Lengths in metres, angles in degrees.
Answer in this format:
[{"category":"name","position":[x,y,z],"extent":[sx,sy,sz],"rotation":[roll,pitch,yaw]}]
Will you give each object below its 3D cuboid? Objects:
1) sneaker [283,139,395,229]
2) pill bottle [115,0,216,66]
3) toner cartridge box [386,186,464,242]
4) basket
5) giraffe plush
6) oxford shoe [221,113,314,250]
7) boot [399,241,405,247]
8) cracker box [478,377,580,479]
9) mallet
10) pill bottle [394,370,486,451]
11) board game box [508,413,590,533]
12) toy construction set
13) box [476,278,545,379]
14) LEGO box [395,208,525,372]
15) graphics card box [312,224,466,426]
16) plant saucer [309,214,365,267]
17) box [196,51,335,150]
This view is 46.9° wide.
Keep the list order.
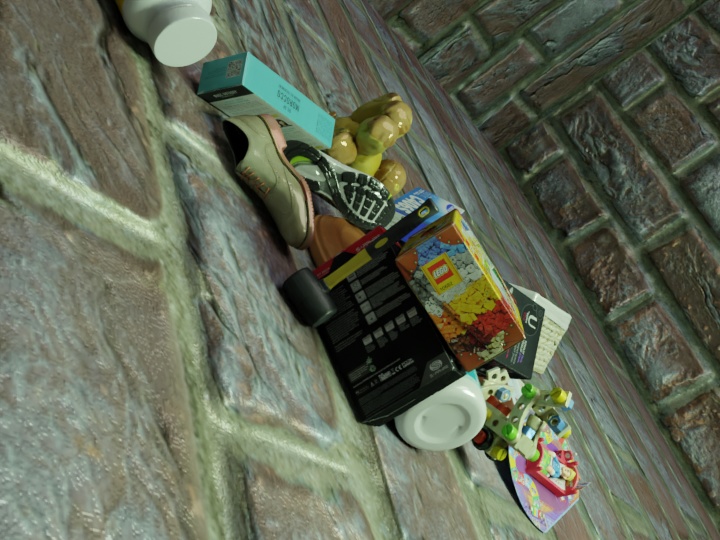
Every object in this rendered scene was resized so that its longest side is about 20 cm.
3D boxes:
[{"category":"sneaker","position":[-0.035,-0.129,1.204],"extent":[0.200,0.074,0.081],"rotation":[33,8,-17]},{"category":"pill bottle","position":[-0.253,-0.355,1.033],"extent":[0.112,0.112,0.200],"rotation":[19,40,-61]},{"category":"toner cartridge box","position":[0.103,-0.086,1.365],"extent":[0.095,0.043,0.200],"rotation":[29,20,9]},{"category":"basket","position":[0.265,0.097,1.464],"extent":[0.135,0.124,0.200],"rotation":[21,-3,34]},{"category":"giraffe plush","position":[0.006,-0.165,1.308],"extent":[0.173,0.200,0.162],"rotation":[-53,126,-48]},{"category":"oxford shoe","position":[-0.120,-0.110,1.042],"extent":[0.074,0.071,0.200],"rotation":[-5,59,-41]},{"category":"boot","position":[0.079,-0.015,1.373],"extent":[0.186,0.064,0.200],"rotation":[54,13,-11]},{"category":"cracker box","position":[0.277,0.258,1.380],"extent":[0.200,0.058,0.134],"rotation":[47,19,-25]},{"category":"mallet","position":[0.008,-0.006,0.938],"extent":[0.066,0.200,0.041],"rotation":[62,11,7]},{"category":"pill bottle","position":[0.086,0.121,1.050],"extent":[0.111,0.111,0.200],"rotation":[44,21,-31]},{"category":"board game box","position":[0.297,0.297,1.267],"extent":[0.200,0.039,0.158],"rotation":[-15,84,-53]},{"category":"toy construction set","position":[0.196,0.190,1.138],"extent":[0.092,0.131,0.200],"rotation":[42,-5,-19]},{"category":"box","position":[0.173,0.076,1.254],"extent":[0.200,0.106,0.122],"rotation":[31,67,-38]},{"category":"LEGO box","position":[0.119,0.015,0.978],"extent":[0.149,0.077,0.200],"rotation":[57,11,-4]},{"category":"graphics card box","position":[0.023,0.063,0.963],"extent":[0.051,0.125,0.200],"rotation":[34,25,-59]},{"category":"plant saucer","position":[0.000,0.000,1.169],"extent":[0.200,0.037,0.200],"rotation":[47,20,-23]},{"category":"box","position":[-0.126,-0.226,1.152],"extent":[0.200,0.082,0.049],"rotation":[29,64,-52]}]
